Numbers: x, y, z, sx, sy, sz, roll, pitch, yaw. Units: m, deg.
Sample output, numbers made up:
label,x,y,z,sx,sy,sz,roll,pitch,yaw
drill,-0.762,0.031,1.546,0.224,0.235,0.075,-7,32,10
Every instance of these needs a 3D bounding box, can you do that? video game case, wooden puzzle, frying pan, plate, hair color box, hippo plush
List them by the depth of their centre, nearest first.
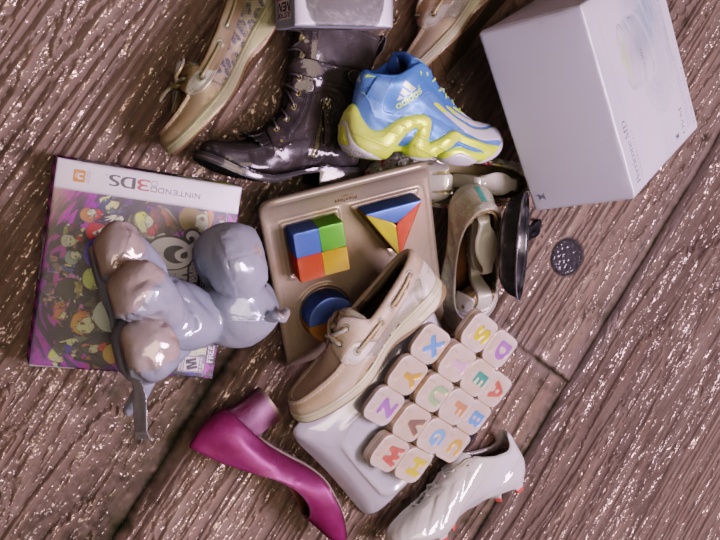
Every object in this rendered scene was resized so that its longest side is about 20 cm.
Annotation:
label,x,y,z,sx,sy,sz,roll,pitch,yaw
hippo plush,-0.144,0.040,0.838,0.160,0.159,0.201,-14,105,-21
hair color box,-0.026,-0.323,0.844,0.099,0.061,0.201,-6,102,-23
video game case,-0.219,0.001,0.906,0.181,0.036,0.201,8,96,-24
wooden puzzle,0.000,0.000,0.965,0.185,0.046,0.201,-16,120,-16
frying pan,0.173,-0.047,1.003,0.031,0.190,0.115,4,126,15
plate,0.045,0.162,1.017,0.200,0.032,0.200,-43,134,-10

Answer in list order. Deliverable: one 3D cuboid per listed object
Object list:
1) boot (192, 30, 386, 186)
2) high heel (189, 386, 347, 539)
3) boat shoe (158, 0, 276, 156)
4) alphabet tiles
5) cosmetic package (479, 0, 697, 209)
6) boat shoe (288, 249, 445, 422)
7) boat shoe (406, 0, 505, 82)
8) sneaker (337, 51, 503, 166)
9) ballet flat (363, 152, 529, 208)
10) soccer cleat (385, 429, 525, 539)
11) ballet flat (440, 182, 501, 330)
label,x,y,z,sx,sy,sz,roll,pitch,yaw
boot,-0.069,-0.175,0.929,0.199,0.069,0.175,1,98,-33
high heel,-0.095,0.229,0.984,0.096,0.067,0.200,-36,97,-22
boat shoe,-0.142,-0.200,0.889,0.063,0.073,0.200,35,74,-19
alphabet tiles,0.089,0.138,1.001,0.200,0.015,0.196,-53,137,-1
cosmetic package,0.250,-0.199,0.987,0.200,0.123,0.200,-39,115,-41
boat shoe,-0.004,0.063,0.919,0.200,0.072,0.065,-44,116,-7
boat shoe,0.091,-0.269,0.982,0.065,0.072,0.200,41,94,12
sneaker,0.072,-0.164,0.936,0.199,0.076,0.105,-6,113,-36
ballet flat,0.101,-0.100,1.013,0.199,0.064,0.076,-5,100,-22
soccer cleat,0.106,0.255,1.082,0.199,0.069,0.078,-24,103,-26
ballet flat,0.122,0.002,1.008,0.067,0.062,0.201,-15,126,-12
